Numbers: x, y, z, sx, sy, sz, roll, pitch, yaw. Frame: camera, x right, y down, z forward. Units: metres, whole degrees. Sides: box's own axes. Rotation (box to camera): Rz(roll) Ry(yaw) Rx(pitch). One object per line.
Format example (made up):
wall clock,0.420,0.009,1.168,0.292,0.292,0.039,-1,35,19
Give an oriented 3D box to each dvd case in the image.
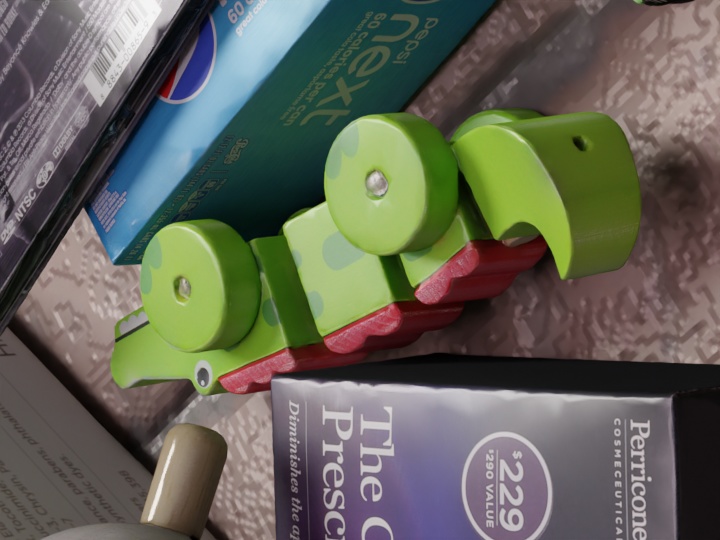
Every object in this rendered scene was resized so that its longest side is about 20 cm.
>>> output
dvd case,-0.129,-0.099,0.786,0.200,0.016,0.149,54,125,28

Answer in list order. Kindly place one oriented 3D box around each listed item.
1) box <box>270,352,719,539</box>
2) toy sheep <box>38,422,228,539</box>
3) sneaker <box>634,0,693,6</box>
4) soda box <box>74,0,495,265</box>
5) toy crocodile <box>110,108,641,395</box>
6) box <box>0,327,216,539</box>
box,0.052,0.126,0.685,0.141,0.079,0.201,0,93,40
toy sheep,-0.066,0.137,0.665,0.138,0.138,0.201,2,64,42
sneaker,0.112,-0.145,0.609,0.084,0.077,0.200,48,124,34
soda box,-0.010,-0.087,0.730,0.200,0.068,0.064,-47,61,34
toy crocodile,0.000,0.000,0.728,0.200,0.067,0.062,-27,76,40
box,-0.178,0.134,0.830,0.200,0.171,0.200,41,119,33
